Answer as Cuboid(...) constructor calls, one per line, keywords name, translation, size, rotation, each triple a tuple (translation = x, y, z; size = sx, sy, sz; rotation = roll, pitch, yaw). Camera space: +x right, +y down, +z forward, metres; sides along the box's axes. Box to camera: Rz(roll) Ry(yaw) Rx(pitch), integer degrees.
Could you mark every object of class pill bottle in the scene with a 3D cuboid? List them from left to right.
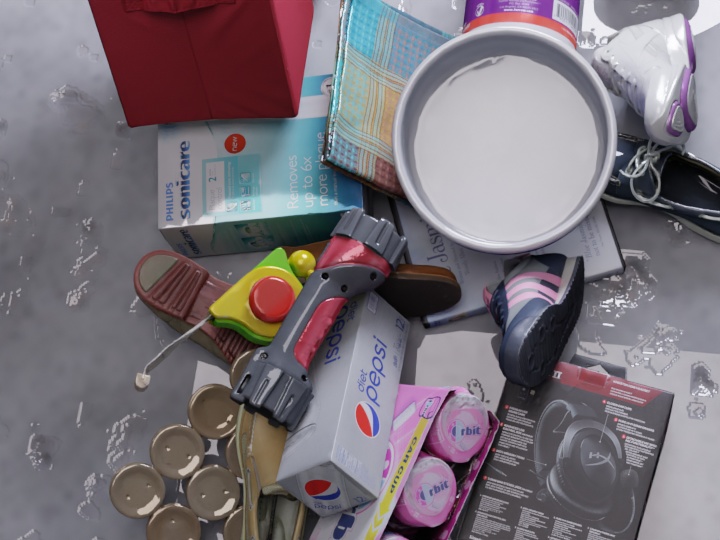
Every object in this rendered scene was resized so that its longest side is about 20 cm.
Cuboid(name="pill bottle", translation=(0.161, -0.286, 1.526), size=(0.112, 0.113, 0.201), rotation=(4, 71, 9))

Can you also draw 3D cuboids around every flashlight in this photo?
Cuboid(name="flashlight", translation=(-0.031, 0.044, 1.368), size=(0.067, 0.068, 0.201), rotation=(13, 68, 42))

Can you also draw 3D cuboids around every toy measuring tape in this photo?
Cuboid(name="toy measuring tape", translation=(-0.109, 0.057, 1.400), size=(0.200, 0.074, 0.074), rotation=(-42, 70, -17))

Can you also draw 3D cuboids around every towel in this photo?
Cuboid(name="towel", translation=(0.033, -0.163, 1.492), size=(0.146, 0.022, 0.201), rotation=(23, 59, -29))

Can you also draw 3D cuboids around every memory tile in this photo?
Cuboid(name="memory tile", translation=(-0.116, 0.184, 1.420), size=(0.200, 0.017, 0.153), rotation=(-43, 96, -8))

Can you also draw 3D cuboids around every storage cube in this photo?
Cuboid(name="storage cube", translation=(-0.144, -0.261, 1.458), size=(0.170, 0.180, 0.201), rotation=(-3, 45, 8))

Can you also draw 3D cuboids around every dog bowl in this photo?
Cuboid(name="dog bowl", translation=(0.130, -0.114, 1.410), size=(0.199, 0.079, 0.201), rotation=(0, 88, 7))

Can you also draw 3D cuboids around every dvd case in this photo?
Cuboid(name="dvd case", translation=(0.137, -0.038, 1.491), size=(0.199, 0.018, 0.143), rotation=(-16, 70, 2))

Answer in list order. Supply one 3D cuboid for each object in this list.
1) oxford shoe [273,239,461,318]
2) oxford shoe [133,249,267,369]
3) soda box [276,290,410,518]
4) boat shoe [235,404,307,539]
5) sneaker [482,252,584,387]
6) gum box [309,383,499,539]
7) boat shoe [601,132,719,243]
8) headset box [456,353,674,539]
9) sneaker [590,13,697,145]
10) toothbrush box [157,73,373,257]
Cuboid(name="oxford shoe", translation=(0.000, 0.000, 1.465), size=(0.199, 0.071, 0.072), rotation=(3, 55, 17))
Cuboid(name="oxford shoe", translation=(-0.125, 0.050, 1.473), size=(0.200, 0.075, 0.071), rotation=(37, 74, -3))
Cuboid(name="soda box", translation=(-0.013, 0.114, 1.384), size=(0.068, 0.063, 0.201), rotation=(-25, 37, 35))
Cuboid(name="boat shoe", translation=(-0.071, 0.185, 1.381), size=(0.071, 0.076, 0.201), rotation=(-2, 88, -10))
Cuboid(name="sneaker", translation=(0.140, 0.042, 1.376), size=(0.082, 0.200, 0.071), rotation=(6, 113, 20))
Cuboid(name="gum box", translation=(0.035, 0.193, 1.366), size=(0.066, 0.113, 0.201), rotation=(33, 74, -23))
Cuboid(name="boat shoe", translation=(0.281, -0.087, 1.458), size=(0.199, 0.062, 0.075), rotation=(30, 71, 12))
Cuboid(name="headset box", translation=(0.185, 0.171, 1.380), size=(0.148, 0.077, 0.201), rotation=(15, 72, 12))
Cuboid(name="sneaker", translation=(0.266, -0.173, 1.466), size=(0.099, 0.075, 0.200), rotation=(-5, 32, 14))
Cuboid(name="toothbrush box", translation=(-0.092, -0.101, 1.510), size=(0.199, 0.085, 0.147), rotation=(-5, 69, 8))
